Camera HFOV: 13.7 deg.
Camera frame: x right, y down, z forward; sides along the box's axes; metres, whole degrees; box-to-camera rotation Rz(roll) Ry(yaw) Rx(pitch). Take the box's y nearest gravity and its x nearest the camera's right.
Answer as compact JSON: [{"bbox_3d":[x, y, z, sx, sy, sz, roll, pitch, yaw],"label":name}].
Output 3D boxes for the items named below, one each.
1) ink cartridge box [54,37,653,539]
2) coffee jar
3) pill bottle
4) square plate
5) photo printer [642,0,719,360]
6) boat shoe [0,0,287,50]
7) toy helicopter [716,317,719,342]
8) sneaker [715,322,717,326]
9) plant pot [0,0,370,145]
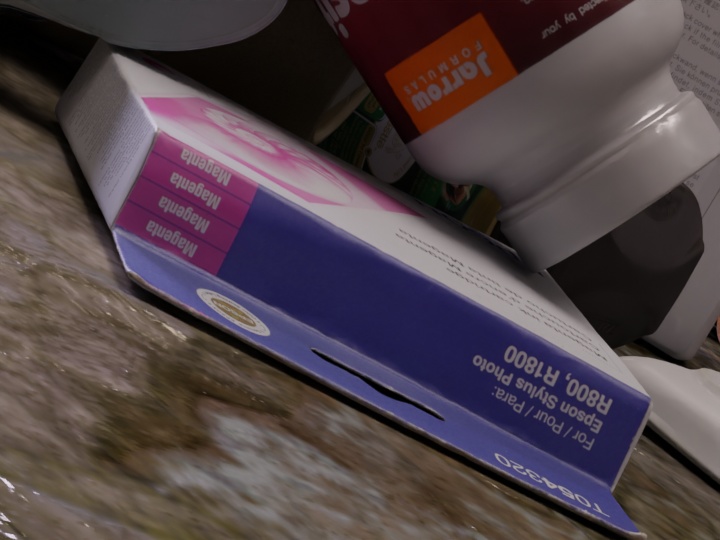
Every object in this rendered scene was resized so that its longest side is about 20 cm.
[{"bbox_3d":[0.000,0.000,1.009,0.196,0.043,0.200,28,9,-19],"label":"ink cartridge box"},{"bbox_3d":[0.045,-0.046,1.247,0.200,0.086,0.104,38,13,34],"label":"coffee jar"},{"bbox_3d":[0.043,-0.106,1.072,0.201,0.113,0.113,57,10,-1],"label":"pill bottle"},{"bbox_3d":[0.209,0.098,1.189,0.198,0.029,0.200,38,12,38],"label":"square plate"},{"bbox_3d":[0.130,-0.084,1.357,0.166,0.201,0.069,29,10,-4],"label":"photo printer"},{"bbox_3d":[-0.122,-0.127,1.069,0.199,0.071,0.091,10,10,-4],"label":"boat shoe"},{"bbox_3d":[0.251,0.048,1.403,0.132,0.079,0.200,3,5,-17],"label":"toy helicopter"},{"bbox_3d":[0.189,0.001,1.521,0.199,0.079,0.096,22,24,-38],"label":"sneaker"},{"bbox_3d":[-0.069,-0.145,1.179,0.200,0.188,0.187,40,10,4],"label":"plant pot"}]
